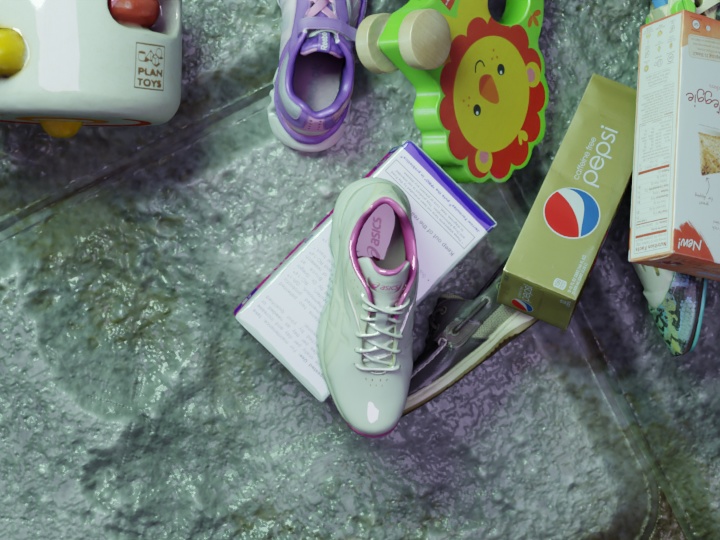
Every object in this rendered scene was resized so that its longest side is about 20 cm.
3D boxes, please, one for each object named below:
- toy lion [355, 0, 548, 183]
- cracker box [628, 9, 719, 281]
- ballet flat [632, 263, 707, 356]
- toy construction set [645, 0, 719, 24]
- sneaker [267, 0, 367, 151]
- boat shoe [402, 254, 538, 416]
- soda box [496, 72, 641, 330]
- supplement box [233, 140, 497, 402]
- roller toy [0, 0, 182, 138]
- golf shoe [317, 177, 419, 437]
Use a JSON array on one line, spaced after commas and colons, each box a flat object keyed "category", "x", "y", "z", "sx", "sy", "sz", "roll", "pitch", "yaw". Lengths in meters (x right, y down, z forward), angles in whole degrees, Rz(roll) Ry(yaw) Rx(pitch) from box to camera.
[{"category": "toy lion", "x": 0.096, "y": -0.179, "z": 1.265, "sx": 0.192, "sy": 0.069, "sz": 0.200, "roll": 42, "pitch": 64, "yaw": -37}, {"category": "cracker box", "x": 0.289, "y": -0.095, "z": 1.250, "sx": 0.134, "sy": 0.058, "sz": 0.200, "roll": 10, "pitch": 79, "yaw": -29}, {"category": "ballet flat", "x": 0.262, "y": -0.030, "z": 1.311, "sx": 0.074, "sy": 0.074, "sz": 0.200, "roll": 12, "pitch": 80, "yaw": -6}, {"category": "toy construction set", "x": 0.304, "y": -0.268, "z": 1.305, "sx": 0.200, "sy": 0.092, "sz": 0.131, "roll": -31, "pitch": 94, "yaw": 6}, {"category": "sneaker", "x": -0.032, "y": -0.199, "z": 1.266, "sx": 0.080, "sy": 0.088, "sz": 0.200, "roll": 3, "pitch": 90, "yaw": -5}, {"category": "boat shoe", "x": 0.088, "y": 0.046, "z": 1.295, "sx": 0.201, "sy": 0.072, "sz": 0.066, "roll": -37, "pitch": 89, "yaw": -10}, {"category": "soda box", "x": 0.179, "y": -0.057, "z": 1.264, "sx": 0.064, "sy": 0.068, "sz": 0.200, "roll": 22, "pitch": 68, "yaw": 9}, {"category": "supplement box", "x": 0.000, "y": 0.000, "z": 1.266, "sx": 0.103, "sy": 0.101, "sz": 0.200, "roll": 43, "pitch": 86, "yaw": -5}, {"category": "roller toy", "x": -0.229, "y": -0.172, "z": 1.194, "sx": 0.182, "sy": 0.200, "sz": 0.140, "roll": 1, "pitch": 92, "yaw": -12}, {"category": "golf shoe", "x": 0.008, "y": 0.030, "z": 1.172, "sx": 0.075, "sy": 0.092, "sz": 0.200, "roll": -2, "pitch": 93, "yaw": -8}]
